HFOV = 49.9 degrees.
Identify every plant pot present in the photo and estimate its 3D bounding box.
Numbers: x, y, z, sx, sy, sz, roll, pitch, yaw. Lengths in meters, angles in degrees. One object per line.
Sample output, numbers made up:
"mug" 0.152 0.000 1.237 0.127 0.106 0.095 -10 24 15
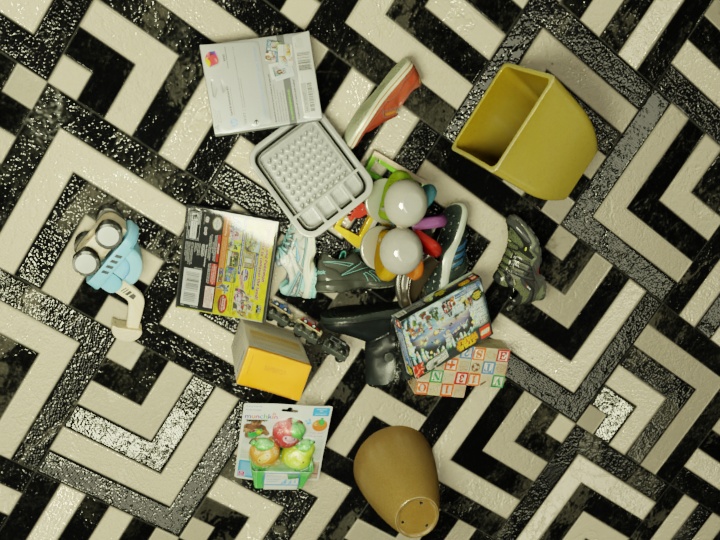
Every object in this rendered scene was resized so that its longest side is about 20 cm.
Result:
"plant pot" 0.094 0.458 1.619 0.182 0.200 0.191 -4 107 -12
"plant pot" 0.331 -0.243 1.466 0.198 0.196 0.196 29 99 -25

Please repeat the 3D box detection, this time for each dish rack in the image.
"dish rack" -0.091 -0.177 1.427 0.171 0.044 0.201 -37 88 -10

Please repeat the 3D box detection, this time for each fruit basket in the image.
"fruit basket" -0.158 0.357 1.575 0.181 0.095 0.203 5 125 -14

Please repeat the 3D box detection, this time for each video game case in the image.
"video game case" -0.253 -0.013 1.472 0.176 0.026 0.205 10 105 -2

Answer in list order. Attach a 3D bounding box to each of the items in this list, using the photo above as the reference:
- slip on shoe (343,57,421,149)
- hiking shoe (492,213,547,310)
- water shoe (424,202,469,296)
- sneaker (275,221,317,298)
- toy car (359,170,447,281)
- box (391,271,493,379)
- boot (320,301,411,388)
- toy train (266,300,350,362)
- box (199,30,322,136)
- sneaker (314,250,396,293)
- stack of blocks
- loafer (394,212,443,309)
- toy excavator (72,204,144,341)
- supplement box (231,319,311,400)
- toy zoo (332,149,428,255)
"slip on shoe" 0.041 -0.302 1.445 0.061 0.074 0.201 40 90 -23
"hiking shoe" 0.319 -0.013 1.589 0.099 0.076 0.204 -22 111 -8
"water shoe" 0.184 -0.038 1.568 0.078 0.071 0.204 5 106 -42
"sneaker" -0.126 -0.040 1.484 0.084 0.078 0.205 -3 107 -7
"toy car" 0.090 -0.080 1.435 0.146 0.175 0.205 4 94 -19
"box" 0.166 0.109 1.539 0.197 0.040 0.139 -28 118 -18
"boot" 0.016 0.157 1.574 0.195 0.076 0.172 -5 104 -17
"toy train" -0.106 0.115 1.521 0.197 0.046 0.034 30 135 5
"box" -0.177 -0.333 1.383 0.195 0.041 0.160 -11 95 -10
"sneaker" 0.000 0.000 1.508 0.197 0.075 0.081 -3 88 -37
"stack of blocks" 0.208 0.203 1.640 0.195 0.059 0.118 6 106 -14
"loafer" 0.119 -0.017 1.521 0.070 0.073 0.205 12 95 27
"toy excavator" -0.444 0.014 1.427 0.199 0.100 0.195 39 97 -29
"supplement box" -0.174 0.163 1.468 0.124 0.200 0.075 18 99 -16
"toy zoo" 0.032 -0.116 1.523 0.129 0.020 0.203 27 99 -18
